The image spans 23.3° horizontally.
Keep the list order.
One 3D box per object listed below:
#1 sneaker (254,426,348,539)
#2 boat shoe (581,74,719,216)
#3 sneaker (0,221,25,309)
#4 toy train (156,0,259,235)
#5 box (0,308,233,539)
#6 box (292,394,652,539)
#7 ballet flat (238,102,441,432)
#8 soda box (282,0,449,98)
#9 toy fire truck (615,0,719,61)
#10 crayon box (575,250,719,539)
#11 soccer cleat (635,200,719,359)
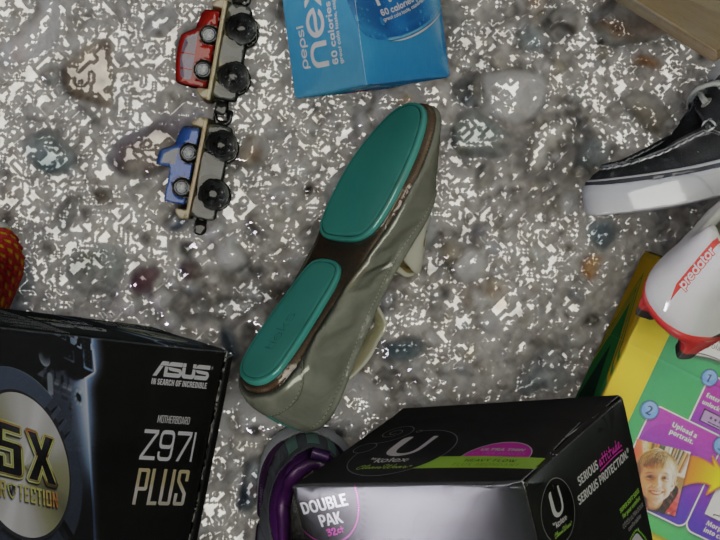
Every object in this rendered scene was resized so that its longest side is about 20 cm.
[{"bbox_3d":[-0.037,0.191,0.988,0.074,0.088,0.202,0,93,-4],"label":"sneaker"},{"bbox_3d":[0.215,-0.084,1.001,0.198,0.072,0.068,-17,96,-6],"label":"boat shoe"},{"bbox_3d":[-0.257,0.053,0.983,0.077,0.073,0.201,26,92,22],"label":"sneaker"},{"bbox_3d":[-0.084,-0.121,0.995,0.045,0.034,0.202,10,92,-1],"label":"toy train"},{"bbox_3d":[-0.181,0.106,0.922,0.199,0.086,0.165,10,92,-44],"label":"box"},{"bbox_3d":[0.073,0.183,0.939,0.148,0.124,0.202,-5,103,34],"label":"box"},{"bbox_3d":[0.000,0.000,0.996,0.064,0.067,0.201,38,76,-34],"label":"ballet flat"},{"bbox_3d":[-0.006,-0.201,0.969,0.064,0.068,0.202,-11,95,-38],"label":"soda box"},{"bbox_3d":[0.161,-0.230,0.974,0.176,0.129,0.201,-36,107,-2],"label":"toy fire truck"},{"bbox_3d":[0.222,0.110,1.019,0.199,0.058,0.174,26,90,-5],"label":"crayon box"},{"bbox_3d":[0.227,-0.018,0.959,0.199,0.085,0.069,-24,63,-43],"label":"soccer cleat"}]
